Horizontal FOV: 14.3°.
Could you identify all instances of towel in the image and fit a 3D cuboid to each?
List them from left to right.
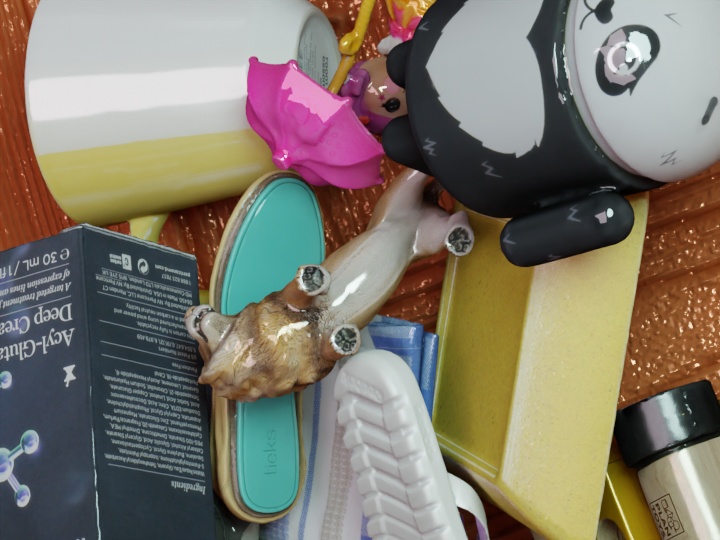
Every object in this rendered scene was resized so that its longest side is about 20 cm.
[{"bbox_3d":[-0.031,0.090,1.650,0.200,0.024,0.147,9,96,50],"label":"towel"}]

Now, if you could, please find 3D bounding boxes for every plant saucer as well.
[{"bbox_3d":[0.084,0.037,1.541,0.048,0.200,0.200,7,95,-16],"label":"plant saucer"}]

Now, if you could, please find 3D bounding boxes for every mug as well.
[{"bbox_3d":[-0.089,-0.090,1.672,0.153,0.150,0.187,-4,127,20],"label":"mug"}]

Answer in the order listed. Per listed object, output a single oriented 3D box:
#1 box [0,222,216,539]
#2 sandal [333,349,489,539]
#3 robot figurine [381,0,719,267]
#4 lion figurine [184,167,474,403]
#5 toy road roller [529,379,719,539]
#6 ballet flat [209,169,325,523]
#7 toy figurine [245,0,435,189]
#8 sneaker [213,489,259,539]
[{"bbox_3d":[-0.173,0.093,1.609,0.148,0.107,0.200,-16,72,33],"label":"box"},{"bbox_3d":[0.041,0.137,1.545,0.082,0.050,0.203,2,109,51],"label":"sandal"},{"bbox_3d":[0.102,-0.094,1.423,0.200,0.125,0.150,-11,107,43],"label":"robot figurine"},{"bbox_3d":[0.000,0.000,1.549,0.200,0.122,0.073,-35,90,-16],"label":"lion figurine"},{"bbox_3d":[0.192,0.128,1.531,0.200,0.146,0.123,-42,66,61],"label":"toy road roller"},{"bbox_3d":[-0.062,0.041,1.623,0.063,0.069,0.200,-170,85,-66],"label":"ballet flat"},{"bbox_3d":[0.014,-0.132,1.567,0.150,0.200,0.184,36,108,26],"label":"toy figurine"},{"bbox_3d":[-0.145,0.142,1.700,0.200,0.079,0.076,13,101,40],"label":"sneaker"}]
